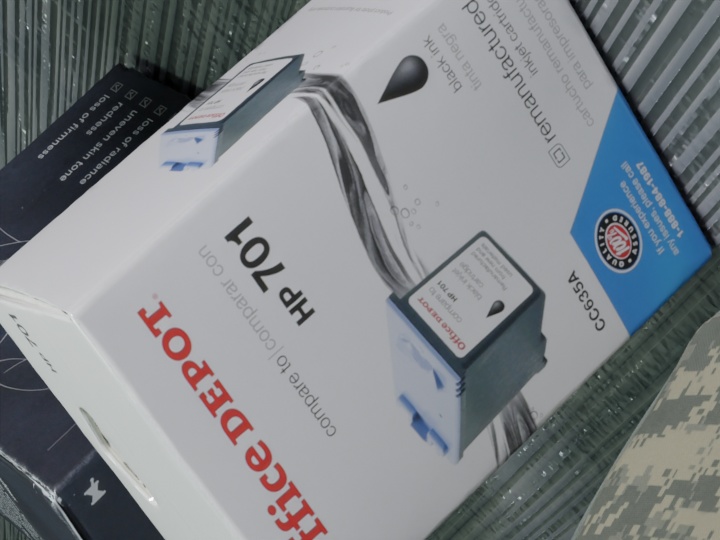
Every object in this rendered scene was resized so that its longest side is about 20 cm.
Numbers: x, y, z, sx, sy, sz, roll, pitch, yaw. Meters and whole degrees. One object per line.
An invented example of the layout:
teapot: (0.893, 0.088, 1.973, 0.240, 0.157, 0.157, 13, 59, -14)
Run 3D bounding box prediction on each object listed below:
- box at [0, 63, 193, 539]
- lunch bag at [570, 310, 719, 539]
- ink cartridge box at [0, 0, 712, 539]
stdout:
box: (-0.102, 0.032, 0.964, 0.196, 0.200, 0.124, 28, 155, 44)
lunch bag: (0.182, 0.106, 0.627, 0.167, 0.140, 0.200, 36, 165, -17)
ink cartridge box: (0.000, 0.000, 0.688, 0.147, 0.200, 0.086, 55, 159, -23)
